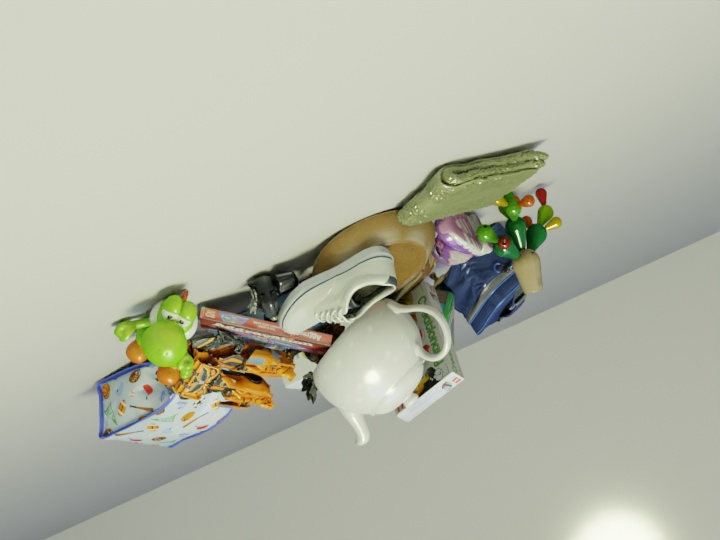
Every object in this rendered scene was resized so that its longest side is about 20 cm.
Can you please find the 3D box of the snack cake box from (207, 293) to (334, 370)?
[{"bbox_3d":[-0.146,0.096,1.670,0.198,0.068,0.115,-23,169,-2],"label":"snack cake box"}]

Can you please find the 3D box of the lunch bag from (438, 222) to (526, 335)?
[{"bbox_3d":[0.242,0.021,1.811,0.136,0.132,0.200,-40,168,-20],"label":"lunch bag"}]

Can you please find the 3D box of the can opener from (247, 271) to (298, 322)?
[{"bbox_3d":[-0.135,0.052,1.507,0.077,0.064,0.200,-7,166,-10],"label":"can opener"}]

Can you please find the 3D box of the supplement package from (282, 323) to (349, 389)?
[{"bbox_3d":[-0.056,0.138,1.908,0.198,0.112,0.156,-25,168,8],"label":"supplement package"}]

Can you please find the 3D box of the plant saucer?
[{"bbox_3d":[0.027,-0.010,1.473,0.197,0.036,0.201,-18,148,-12],"label":"plant saucer"}]

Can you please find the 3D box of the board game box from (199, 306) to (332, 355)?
[{"bbox_3d":[-0.145,0.093,1.512,0.197,0.020,0.103,13,165,-5],"label":"board game box"}]

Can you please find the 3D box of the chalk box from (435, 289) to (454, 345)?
[{"bbox_3d":[0.101,0.112,1.809,0.123,0.125,0.202,8,139,13],"label":"chalk box"}]

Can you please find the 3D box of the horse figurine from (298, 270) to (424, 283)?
[{"bbox_3d":[0.000,0.000,1.559,0.197,0.051,0.133,-17,159,-4],"label":"horse figurine"}]

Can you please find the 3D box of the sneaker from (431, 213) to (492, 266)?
[{"bbox_3d":[0.146,-0.045,1.579,0.088,0.081,0.200,-27,168,15],"label":"sneaker"}]

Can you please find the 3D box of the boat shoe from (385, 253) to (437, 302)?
[{"bbox_3d":[0.071,0.012,1.703,0.073,0.077,0.200,-18,168,-34],"label":"boat shoe"}]

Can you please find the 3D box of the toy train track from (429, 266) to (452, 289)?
[{"bbox_3d":[0.168,-0.024,1.810,0.114,0.033,0.201,-38,168,-30],"label":"toy train track"}]

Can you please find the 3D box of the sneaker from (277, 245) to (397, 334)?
[{"bbox_3d":[-0.035,0.042,1.407,0.199,0.071,0.073,-35,139,21],"label":"sneaker"}]

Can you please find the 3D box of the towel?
[{"bbox_3d":[0.156,-0.118,1.398,0.198,0.037,0.148,-17,167,-31],"label":"towel"}]

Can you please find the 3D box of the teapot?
[{"bbox_3d":[0.034,0.149,1.537,0.197,0.146,0.200,-44,169,-17],"label":"teapot"}]

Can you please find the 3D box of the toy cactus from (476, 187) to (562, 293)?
[{"bbox_3d":[0.260,-0.050,1.569,0.101,0.168,0.199,-14,-176,34],"label":"toy cactus"}]

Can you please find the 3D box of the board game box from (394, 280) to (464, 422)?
[{"bbox_3d":[0.091,0.130,1.630,0.034,0.202,0.126,30,120,-37],"label":"board game box"}]

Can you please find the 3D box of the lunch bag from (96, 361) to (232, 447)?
[{"bbox_3d":[-0.315,0.211,1.668,0.198,0.126,0.169,-24,156,31],"label":"lunch bag"}]

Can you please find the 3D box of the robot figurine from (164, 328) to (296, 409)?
[{"bbox_3d":[-0.204,0.160,1.548,0.198,0.059,0.146,12,124,-39],"label":"robot figurine"}]

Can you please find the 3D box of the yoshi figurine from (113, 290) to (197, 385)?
[{"bbox_3d":[-0.276,0.103,1.376,0.111,0.113,0.200,-10,160,-25],"label":"yoshi figurine"}]

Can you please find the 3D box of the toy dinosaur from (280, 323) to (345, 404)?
[{"bbox_3d":[-0.062,0.130,1.662,0.135,0.102,0.202,-34,142,-20],"label":"toy dinosaur"}]
